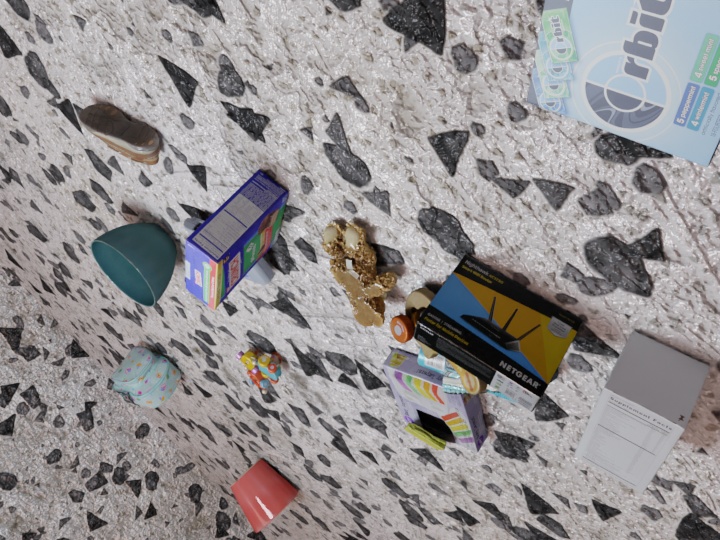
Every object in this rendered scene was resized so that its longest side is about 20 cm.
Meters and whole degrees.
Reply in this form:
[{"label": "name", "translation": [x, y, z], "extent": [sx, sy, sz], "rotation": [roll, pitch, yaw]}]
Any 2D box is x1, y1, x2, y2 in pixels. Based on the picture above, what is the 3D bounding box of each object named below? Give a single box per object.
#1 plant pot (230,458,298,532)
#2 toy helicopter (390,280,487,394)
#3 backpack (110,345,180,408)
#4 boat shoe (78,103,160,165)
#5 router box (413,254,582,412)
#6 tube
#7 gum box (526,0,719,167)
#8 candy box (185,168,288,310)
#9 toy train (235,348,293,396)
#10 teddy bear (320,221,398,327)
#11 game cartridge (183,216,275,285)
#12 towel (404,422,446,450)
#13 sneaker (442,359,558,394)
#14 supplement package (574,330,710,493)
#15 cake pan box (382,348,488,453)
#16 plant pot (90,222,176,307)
[{"label": "plant pot", "translation": [-0.339, 0.762, 2.422], "extent": [0.178, 0.200, 0.201], "rotation": [49, 149, 5]}, {"label": "toy helicopter", "translation": [0.142, 0.109, 1.140], "extent": [0.201, 0.078, 0.133], "rotation": [53, 139, 26]}, {"label": "backpack", "translation": [-0.697, 0.350, 2.301], "extent": [0.198, 0.177, 0.154], "rotation": [13, 144, 31]}, {"label": "boat shoe", "translation": [-0.481, -0.265, 1.406], "extent": [0.199, 0.076, 0.072], "rotation": [31, 150, 19]}, {"label": "router box", "translation": [0.198, 0.085, 1.020], "extent": [0.198, 0.150, 0.051], "rotation": [31, 148, 16]}, {"label": "tube", "translation": [0.198, 0.176, 1.235], "extent": [0.198, 0.051, 0.078], "rotation": [20, 143, 23]}, {"label": "gum box", "translation": [0.270, -0.211, 0.678], "extent": [0.198, 0.045, 0.171], "rotation": [26, 146, 22]}, {"label": "candy box", "translation": [-0.223, -0.054, 1.259], "extent": [0.077, 0.200, 0.170], "rotation": [36, 149, 7]}, {"label": "toy train", "translation": [-0.238, 0.256, 1.803], "extent": [0.199, 0.056, 0.151], "rotation": [0, 131, 52]}, {"label": "teddy bear", "translation": [0.000, 0.000, 1.227], "extent": [0.144, 0.067, 0.201], "rotation": [-20, 108, 45]}, {"label": "game cartridge", "translation": [-0.271, -0.037, 1.461], "extent": [0.198, 0.042, 0.134], "rotation": [22, 152, 36]}, {"label": "towel", "translation": [0.133, 0.343, 1.463], "extent": [0.085, 0.018, 0.200], "rotation": [31, 169, 9]}, {"label": "sneaker", "translation": [0.222, 0.156, 1.152], "extent": [0.197, 0.088, 0.077], "rotation": [-9, 170, 29]}, {"label": "supplement package", "translation": [0.390, 0.202, 0.990], "extent": [0.113, 0.110, 0.201], "rotation": [27, 146, 22]}, {"label": "cake pan box", "translation": [0.148, 0.256, 1.381], "extent": [0.182, 0.052, 0.202], "rotation": [19, 143, 36]}, {"label": "plant pot", "translation": [-0.514, -0.034, 1.664], "extent": [0.198, 0.135, 0.202], "rotation": [28, 147, 21]}]
